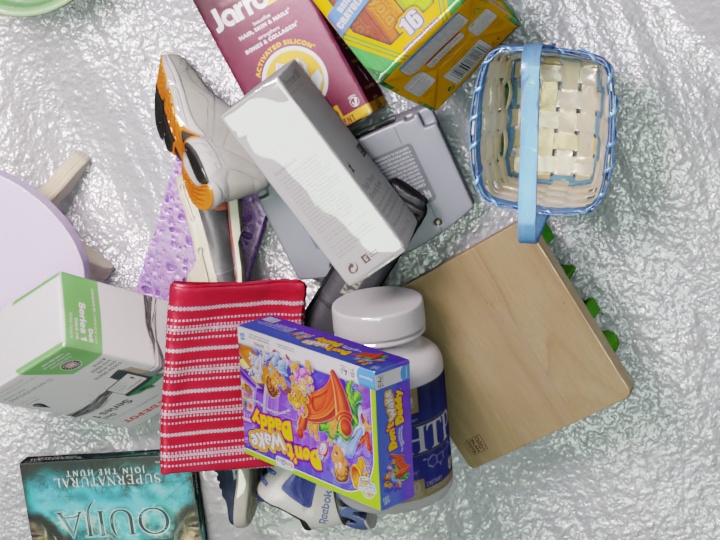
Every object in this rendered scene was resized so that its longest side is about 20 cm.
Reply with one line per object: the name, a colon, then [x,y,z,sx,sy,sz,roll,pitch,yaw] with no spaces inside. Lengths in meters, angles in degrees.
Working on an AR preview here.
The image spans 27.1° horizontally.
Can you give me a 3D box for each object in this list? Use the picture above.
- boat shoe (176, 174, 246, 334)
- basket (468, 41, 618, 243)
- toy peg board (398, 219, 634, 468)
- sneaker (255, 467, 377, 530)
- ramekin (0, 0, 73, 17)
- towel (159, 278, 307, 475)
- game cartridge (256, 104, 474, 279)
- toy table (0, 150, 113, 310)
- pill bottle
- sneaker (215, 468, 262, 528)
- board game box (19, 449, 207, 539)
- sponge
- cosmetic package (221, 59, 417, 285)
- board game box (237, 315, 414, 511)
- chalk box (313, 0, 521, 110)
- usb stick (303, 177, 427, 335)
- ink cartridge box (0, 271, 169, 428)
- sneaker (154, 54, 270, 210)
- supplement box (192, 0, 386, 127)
boat shoe: [-0.148,-0.002,1.517,0.062,0.071,0.201,-5,98,-2]
basket: [0.169,-0.126,1.396,0.138,0.200,0.177,4,102,9]
toy peg board: [0.152,0.063,1.511,0.199,0.098,0.201,-30,95,31]
sneaker: [-0.064,0.193,1.573,0.115,0.081,0.200,-15,101,11]
ramekin: [-0.326,-0.356,1.490,0.199,0.098,0.201,2,102,10]
towel: [-0.126,0.105,1.488,0.144,0.022,0.201,0,103,-21]
game cartridge: [0.006,-0.072,1.511,0.199,0.040,0.134,-22,106,11]
toy table: [-0.354,-0.042,1.555,0.184,0.117,0.200,-42,93,15]
pill bottle: [0.025,0.125,1.467,0.119,0.120,0.201,-3,109,11]
sneaker: [-0.153,0.174,1.591,0.084,0.075,0.201,-3,92,9]
board game box: [-0.271,0.269,1.654,0.199,0.028,0.136,-5,101,11]
sponge: [-0.158,-0.042,1.564,0.111,0.030,0.201,20,105,5]
cosmetic package: [-0.036,-0.094,1.408,0.074,0.102,0.200,-33,101,16]
board game box: [-0.035,0.130,1.407,0.199,0.045,0.135,14,113,46]
chalk box: [0.031,-0.272,1.413,0.125,0.124,0.200,-44,66,16]
usb stick: [0.000,0.000,1.502,0.055,0.033,0.200,35,110,9]
ink cartridge box: [-0.264,0.085,1.506,0.146,0.200,0.085,-29,58,34]
sneaker: [-0.146,-0.142,1.496,0.092,0.201,0.076,-10,144,-23]
supplement box: [-0.072,-0.223,1.479,0.110,0.086,0.201,-27,96,15]
